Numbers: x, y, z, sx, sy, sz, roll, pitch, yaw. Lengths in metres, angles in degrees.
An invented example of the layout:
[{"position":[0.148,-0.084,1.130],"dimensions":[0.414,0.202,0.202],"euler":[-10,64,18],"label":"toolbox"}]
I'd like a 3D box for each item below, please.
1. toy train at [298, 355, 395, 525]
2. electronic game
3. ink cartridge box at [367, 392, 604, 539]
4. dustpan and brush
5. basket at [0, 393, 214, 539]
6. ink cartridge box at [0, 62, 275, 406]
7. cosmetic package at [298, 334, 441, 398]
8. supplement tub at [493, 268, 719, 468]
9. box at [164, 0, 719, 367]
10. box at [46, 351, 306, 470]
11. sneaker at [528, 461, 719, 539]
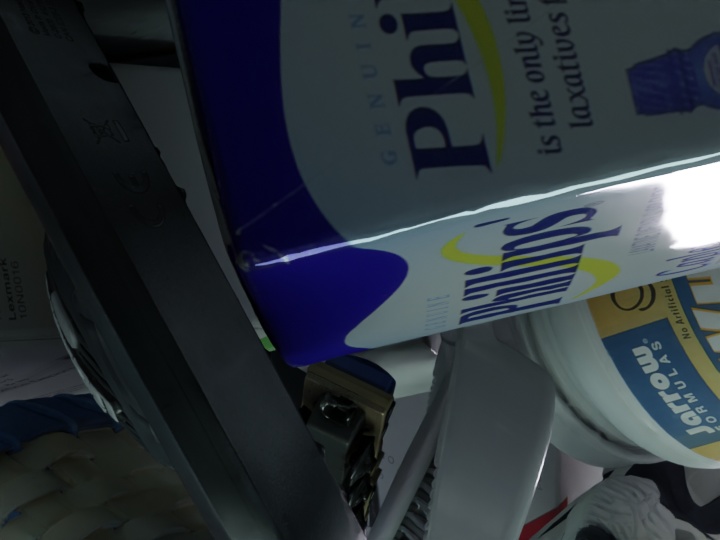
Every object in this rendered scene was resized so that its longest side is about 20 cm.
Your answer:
[{"position":[-0.008,0.075,0.934],"dimensions":[0.034,0.046,0.200],"euler":[26,158,7],"label":"toy train"},{"position":[-0.047,0.013,0.610],"dimensions":[0.041,0.201,0.200],"euler":[-28,172,-3],"label":"electronic game"},{"position":[0.036,0.088,1.194],"dimensions":[0.199,0.148,0.083],"euler":[6,-170,43],"label":"ink cartridge box"},{"position":[0.035,0.043,0.893],"dimensions":[0.057,0.201,0.140],"euler":[21,-167,-4],"label":"dustpan and brush"},{"position":[-0.103,0.097,0.727],"dimensions":[0.199,0.140,0.176],"euler":[29,-166,25],"label":"basket"},{"position":[-0.118,-0.004,0.763],"dimensions":[0.146,0.085,0.200],"euler":[-16,171,34],"label":"ink cartridge box"},{"position":[0.000,0.000,0.986],"dimensions":[0.050,0.083,0.200],"euler":[-14,171,5],"label":"cosmetic package"},{"position":[0.152,-0.012,0.924],"dimensions":[0.199,0.146,0.144],"euler":[-21,169,40],"label":"supplement tub"},{"position":[0.060,-0.056,0.633],"dimensions":[0.199,0.106,0.184],"euler":[-13,171,0],"label":"box"},{"position":[-0.111,0.078,1.099],"dimensions":[0.199,0.149,0.104],"euler":[-20,169,41],"label":"box"},{"position":[0.087,0.137,1.015],"dimensions":[0.130,0.079,0.199],"euler":[-55,-178,20],"label":"sneaker"}]
